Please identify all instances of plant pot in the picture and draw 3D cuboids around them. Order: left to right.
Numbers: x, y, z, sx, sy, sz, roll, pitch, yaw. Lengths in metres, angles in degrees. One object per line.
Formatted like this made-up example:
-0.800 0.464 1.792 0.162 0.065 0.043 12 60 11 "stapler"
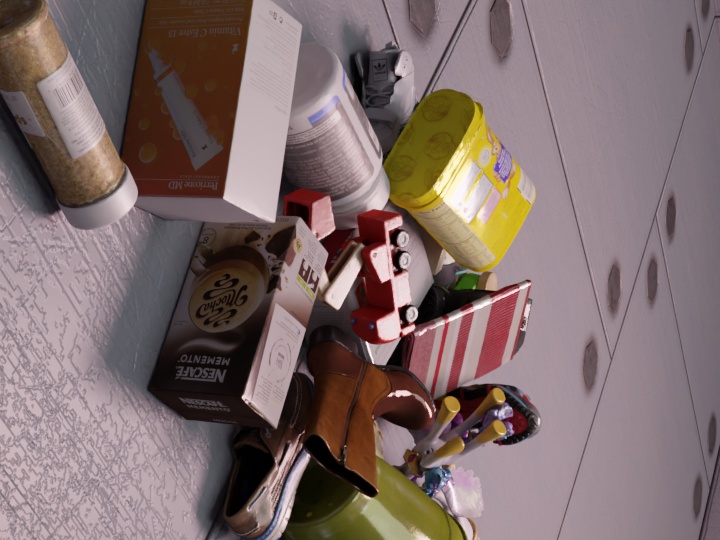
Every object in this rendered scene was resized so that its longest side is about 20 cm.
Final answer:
-0.003 0.296 1.593 0.193 0.199 0.201 56 43 -34 "plant pot"

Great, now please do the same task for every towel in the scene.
0.129 0.094 1.769 0.199 0.023 0.145 -22 139 -32 "towel"

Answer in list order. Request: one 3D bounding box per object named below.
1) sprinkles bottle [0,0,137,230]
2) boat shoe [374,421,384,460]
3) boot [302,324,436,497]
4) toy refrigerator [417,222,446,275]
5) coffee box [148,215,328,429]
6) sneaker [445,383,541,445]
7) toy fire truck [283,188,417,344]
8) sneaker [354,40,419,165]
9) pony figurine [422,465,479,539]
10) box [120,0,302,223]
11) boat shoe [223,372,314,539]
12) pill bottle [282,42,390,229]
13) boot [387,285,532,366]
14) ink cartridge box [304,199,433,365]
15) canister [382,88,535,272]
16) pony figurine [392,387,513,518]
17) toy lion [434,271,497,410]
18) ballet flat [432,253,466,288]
-0.252 -0.129 1.156 0.068 0.068 0.201 -62 144 -40 "sprinkles bottle"
-0.017 0.182 1.671 0.200 0.072 0.065 60 32 -51 "boat shoe"
0.016 0.169 1.526 0.188 0.068 0.201 44 22 -26 "boot"
0.094 -0.104 1.787 0.070 0.075 0.201 -34 141 -77 "toy refrigerator"
-0.120 0.049 1.394 0.080 0.112 0.201 52 47 -52 "coffee box"
0.195 0.180 1.870 0.095 0.200 0.080 -11 98 -24 "sneaker"
-0.010 -0.002 1.519 0.141 0.049 0.201 -24 116 -38 "toy fire truck"
0.019 -0.203 1.700 0.200 0.075 0.116 -53 137 -57 "sneaker"
0.127 0.388 1.901 0.201 0.166 0.193 60 33 -23 "pony figurine"
-0.142 -0.153 1.316 0.097 0.124 0.202 26 69 -61 "box"
-0.098 0.192 1.500 0.072 0.072 0.201 43 48 -44 "boat shoe"
-0.042 -0.143 1.533 0.200 0.113 0.114 61 40 -46 "pill bottle"
0.130 0.098 1.854 0.199 0.066 0.166 4 117 -47 "boot"
0.000 0.000 1.665 0.200 0.083 0.177 -56 138 -47 "ink cartridge box"
0.123 -0.102 1.676 0.149 0.086 0.200 -59 141 -10 "canister"
0.107 0.230 1.784 0.192 0.200 0.167 -5 58 -49 "pony figurine"
0.123 0.107 1.960 0.200 0.068 0.193 -25 122 -59 "toy lion"
0.105 -0.016 1.895 0.200 0.073 0.074 -30 119 -66 "ballet flat"
